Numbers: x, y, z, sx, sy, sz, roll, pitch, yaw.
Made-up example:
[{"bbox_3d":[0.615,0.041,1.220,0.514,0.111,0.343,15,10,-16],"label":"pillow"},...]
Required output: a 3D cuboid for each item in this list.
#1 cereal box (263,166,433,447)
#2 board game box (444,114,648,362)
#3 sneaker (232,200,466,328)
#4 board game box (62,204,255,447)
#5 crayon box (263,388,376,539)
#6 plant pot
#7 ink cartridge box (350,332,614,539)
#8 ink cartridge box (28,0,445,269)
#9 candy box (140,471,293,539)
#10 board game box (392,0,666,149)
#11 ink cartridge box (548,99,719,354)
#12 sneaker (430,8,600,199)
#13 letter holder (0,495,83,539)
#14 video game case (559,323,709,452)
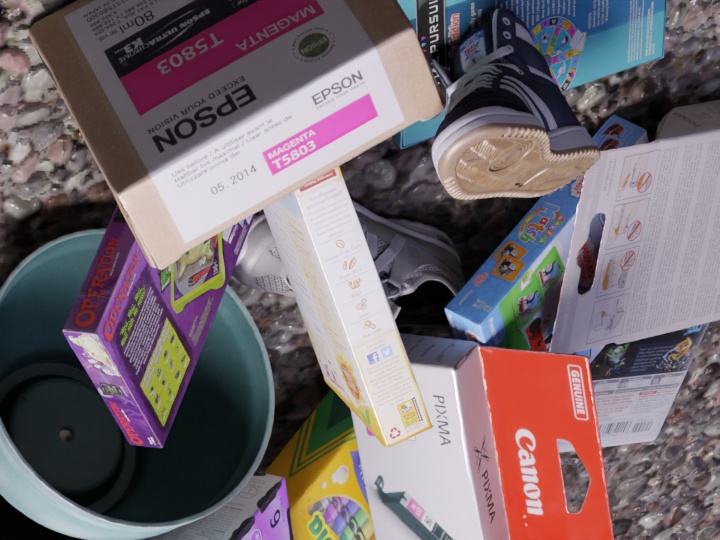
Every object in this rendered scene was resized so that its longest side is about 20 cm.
[{"bbox_3d":[-0.020,-0.001,1.565,0.039,0.144,0.201,-23,112,-10],"label":"cereal box"},{"bbox_3d":[0.146,0.009,1.759,0.200,0.036,0.152,-49,144,-23],"label":"board game box"},{"bbox_3d":[0.000,0.000,1.682,0.199,0.082,0.075,5,128,-36],"label":"sneaker"},{"bbox_3d":[-0.121,-0.005,1.533,0.032,0.201,0.120,6,144,20],"label":"board game box"},{"bbox_3d":[-0.010,0.170,1.774,0.200,0.051,0.126,-50,131,-29],"label":"crayon box"},{"bbox_3d":[-0.174,0.091,1.601,0.199,0.202,0.134,-2,159,-31],"label":"plant pot"},{"bbox_3d":[0.084,0.145,1.700,0.044,0.172,0.201,-41,128,-48],"label":"ink cartridge box"},{"bbox_3d":[-0.075,-0.120,1.451,0.199,0.165,0.075,-29,139,-4],"label":"ink cartridge box"},{"bbox_3d":[-0.112,0.254,1.623,0.200,0.071,0.169,-50,141,-51],"label":"candy box"},{"bbox_3d":[0.104,-0.178,1.598,0.199,0.047,0.152,-19,138,-15],"label":"board game box"},{"bbox_3d":[0.205,-0.031,1.753,0.199,0.050,0.162,-10,120,-37],"label":"ink cartridge box"},{"bbox_3d":[0.075,-0.106,1.506,0.070,0.109,0.200,-33,166,20],"label":"sneaker"},{"bbox_3d":[-0.209,0.219,1.756,0.199,0.101,0.143,-2,133,-31],"label":"letter holder"},{"bbox_3d":[0.175,0.071,1.913,0.199,0.023,0.183,-4,133,-28],"label":"video game case"}]
